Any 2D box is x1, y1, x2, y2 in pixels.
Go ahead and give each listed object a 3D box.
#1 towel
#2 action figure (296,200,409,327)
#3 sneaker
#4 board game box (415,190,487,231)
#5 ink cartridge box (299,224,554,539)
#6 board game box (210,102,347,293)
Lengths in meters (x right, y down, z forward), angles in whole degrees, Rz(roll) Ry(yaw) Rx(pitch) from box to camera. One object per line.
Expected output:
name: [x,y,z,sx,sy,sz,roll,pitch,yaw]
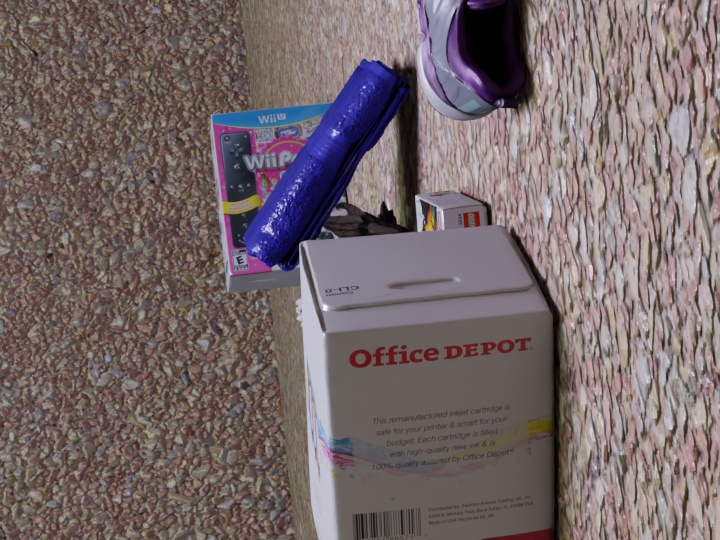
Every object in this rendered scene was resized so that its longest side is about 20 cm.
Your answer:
towel: [-0.028,-0.091,1.694,0.201,0.049,0.148,-55,7,3]
action figure: [0.000,0.000,1.722,0.200,0.101,0.120,-134,53,-79]
sneaker: [0.066,-0.194,1.199,0.087,0.074,0.202,-176,71,-69]
board game box: [0.072,0.047,1.420,0.126,0.034,0.202,-138,43,-81]
ink cartridge box: [0.041,0.090,1.254,0.145,0.144,0.202,-109,16,-64]
board game box: [-0.092,-0.085,2.252,0.064,0.146,0.202,98,164,-68]
